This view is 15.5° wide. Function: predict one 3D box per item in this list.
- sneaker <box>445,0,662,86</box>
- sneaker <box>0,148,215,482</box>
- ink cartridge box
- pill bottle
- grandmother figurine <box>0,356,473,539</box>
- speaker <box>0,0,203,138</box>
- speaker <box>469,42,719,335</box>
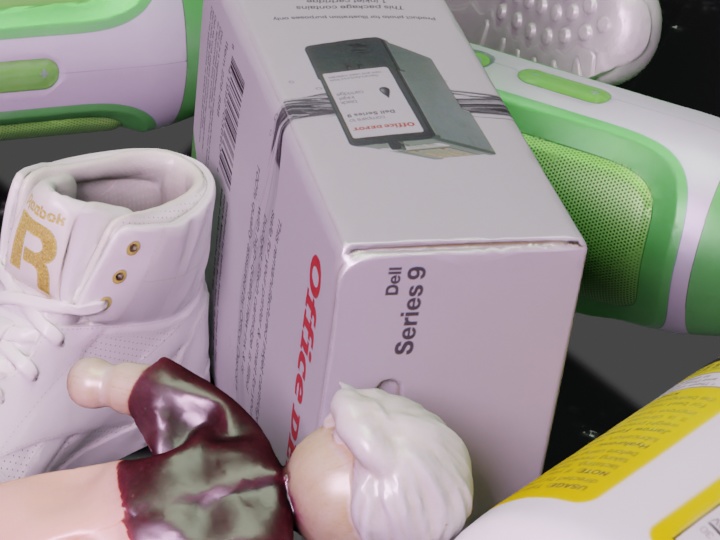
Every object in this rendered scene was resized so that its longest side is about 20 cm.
[{"bbox_3d":[0.089,-0.112,1.125,0.080,0.077,0.200,12,7,-21],"label":"sneaker"},{"bbox_3d":[-0.122,0.025,0.871,0.074,0.116,0.200,26,39,26],"label":"sneaker"},{"bbox_3d":[0.000,0.000,0.905,0.084,0.146,0.200,-2,34,-16],"label":"ink cartridge box"},{"bbox_3d":[0.088,0.105,0.786,0.111,0.112,0.200,29,38,31],"label":"pill bottle"},{"bbox_3d":[-0.064,0.078,0.785,0.199,0.061,0.122,-14,68,3],"label":"grandmother figurine"},{"bbox_3d":[-0.163,-0.091,1.062,0.199,0.089,0.089,-7,34,-20],"label":"speaker"},{"bbox_3d":[0.062,-0.039,1.032,0.199,0.089,0.088,18,34,18],"label":"speaker"}]
